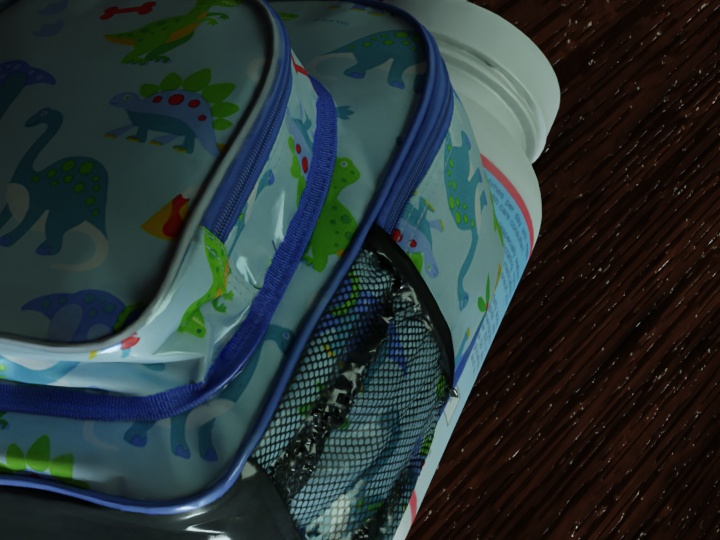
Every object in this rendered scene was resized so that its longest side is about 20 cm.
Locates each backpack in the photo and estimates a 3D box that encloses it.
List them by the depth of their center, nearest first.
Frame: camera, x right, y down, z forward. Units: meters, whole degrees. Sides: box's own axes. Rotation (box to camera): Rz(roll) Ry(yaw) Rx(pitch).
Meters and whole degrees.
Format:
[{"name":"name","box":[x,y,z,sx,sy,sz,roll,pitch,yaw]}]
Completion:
[{"name":"backpack","box":[-0.058,0.000,0.632,0.200,0.183,0.147,-59,140,-39]}]

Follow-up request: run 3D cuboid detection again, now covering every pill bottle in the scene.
[{"name":"pill bottle","box":[0.000,0.000,0.791,0.200,0.109,0.109,-63,141,-30]}]
